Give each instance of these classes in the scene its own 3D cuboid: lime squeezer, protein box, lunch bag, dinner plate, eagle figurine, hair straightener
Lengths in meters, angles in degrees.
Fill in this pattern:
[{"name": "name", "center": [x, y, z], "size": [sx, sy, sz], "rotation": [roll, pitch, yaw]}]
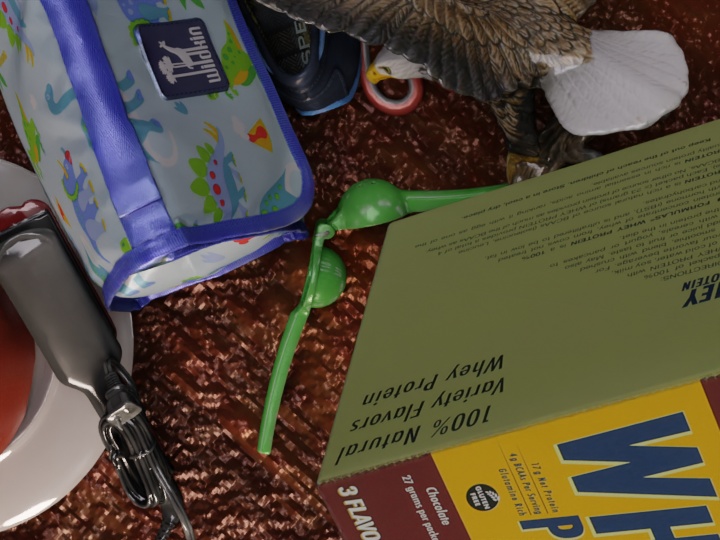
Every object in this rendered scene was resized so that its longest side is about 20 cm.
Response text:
[{"name": "lime squeezer", "center": [0.000, 0.000, 0.976], "size": [0.200, 0.038, 0.071], "rotation": [-43, 116, 2]}, {"name": "protein box", "center": [0.111, 0.056, 0.802], "size": [0.198, 0.200, 0.135], "rotation": [-17, 116, 19]}, {"name": "lunch bag", "center": [-0.104, -0.078, 0.899], "size": [0.127, 0.200, 0.171], "rotation": [-24, 86, 5]}, {"name": "dinner plate", "center": [-0.215, 0.038, 0.997], "size": [0.199, 0.024, 0.201], "rotation": [0, 88, 5]}, {"name": "eagle figurine", "center": [0.042, -0.123, 0.887], "size": [0.151, 0.152, 0.200], "rotation": [-33, 114, 15]}, {"name": "hair straightener", "center": [-0.125, 0.066, 0.933], "size": [0.041, 0.077, 0.201], "rotation": [-22, 114, -4]}]

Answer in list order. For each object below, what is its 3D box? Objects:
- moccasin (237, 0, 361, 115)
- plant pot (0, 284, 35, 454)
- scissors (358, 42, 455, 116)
[{"name": "moccasin", "center": [-0.042, -0.178, 0.957], "size": [0.080, 0.068, 0.201], "rotation": [-24, 82, 9]}, {"name": "plant pot", "center": [-0.244, 0.042, 0.890], "size": [0.200, 0.195, 0.202], "rotation": [0, 89, 6]}, {"name": "scissors", "center": [0.028, -0.180, 0.981], "size": [0.073, 0.014, 0.201], "rotation": [-5, 90, 8]}]
